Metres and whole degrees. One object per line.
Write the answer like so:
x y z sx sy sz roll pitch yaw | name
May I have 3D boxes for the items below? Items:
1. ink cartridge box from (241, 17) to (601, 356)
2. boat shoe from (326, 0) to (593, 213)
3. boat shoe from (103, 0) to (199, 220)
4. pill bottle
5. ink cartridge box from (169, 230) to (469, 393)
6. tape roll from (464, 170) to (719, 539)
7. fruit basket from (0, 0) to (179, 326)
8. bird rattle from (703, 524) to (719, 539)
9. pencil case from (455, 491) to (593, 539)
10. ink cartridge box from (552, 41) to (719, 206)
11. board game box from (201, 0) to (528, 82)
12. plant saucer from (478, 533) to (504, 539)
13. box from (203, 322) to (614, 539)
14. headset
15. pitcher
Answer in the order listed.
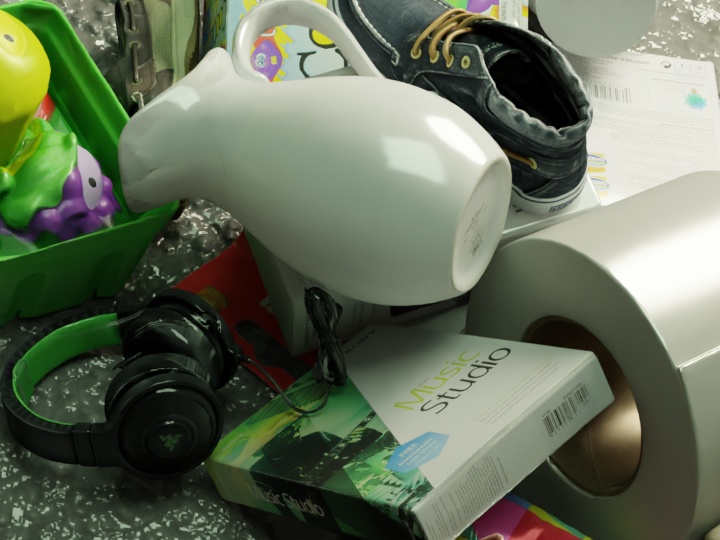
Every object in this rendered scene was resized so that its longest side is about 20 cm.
0.028 -0.053 1.347 0.199 0.083 0.146 -18 66 -11 | ink cartridge box
0.060 -0.126 1.287 0.071 0.091 0.200 -40 71 -21 | boat shoe
-0.139 -0.109 1.437 0.066 0.072 0.201 1 45 -1 | boat shoe
0.167 -0.233 1.579 0.112 0.113 0.200 14 33 -2 | pill bottle
0.000 0.000 1.383 0.161 0.050 0.200 37 47 20 | ink cartridge box
0.174 0.057 1.269 0.139 0.203 0.203 -20 55 -32 | tape roll
-0.211 -0.094 1.306 0.155 0.216 0.216 -16 53 -28 | fruit basket
0.227 0.200 1.157 0.113 0.200 0.163 -40 48 1 | bird rattle
0.100 0.179 1.216 0.200 0.089 0.088 29 46 14 | pencil case
0.190 -0.074 1.511 0.119 0.042 0.200 7 43 -7 | ink cartridge box
0.001 -0.157 1.467 0.199 0.105 0.103 3 83 -13 | board game box
-0.015 0.238 1.075 0.037 0.200 0.200 44 41 -19 | plant saucer
0.022 0.087 1.218 0.144 0.036 0.200 -38 23 -29 | box
-0.107 0.051 1.253 0.199 0.094 0.124 -1 34 8 | headset
-0.010 -0.074 1.249 0.199 0.121 0.172 19 60 21 | pitcher
